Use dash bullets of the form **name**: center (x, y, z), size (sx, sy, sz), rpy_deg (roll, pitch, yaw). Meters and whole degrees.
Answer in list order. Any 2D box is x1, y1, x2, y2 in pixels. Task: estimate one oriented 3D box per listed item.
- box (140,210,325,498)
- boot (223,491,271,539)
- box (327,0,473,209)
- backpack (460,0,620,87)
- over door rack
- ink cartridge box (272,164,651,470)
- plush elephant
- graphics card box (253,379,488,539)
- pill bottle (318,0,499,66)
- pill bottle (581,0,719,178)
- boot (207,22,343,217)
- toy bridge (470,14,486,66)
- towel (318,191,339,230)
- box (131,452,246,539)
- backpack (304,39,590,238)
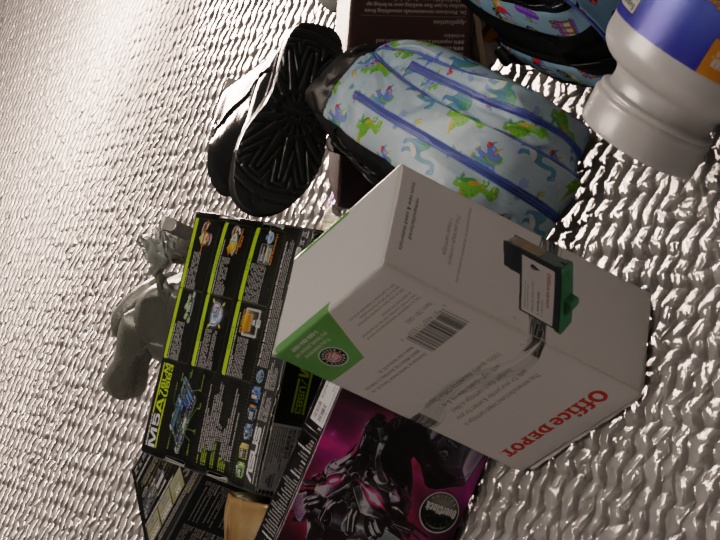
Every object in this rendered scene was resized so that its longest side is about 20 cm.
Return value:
- **box**: center (-0.087, 0.061, 1.688), size (0.193, 0.047, 0.200), rpy_deg (8, 86, 60)
- **boot**: center (-0.089, 0.266, 1.684), size (0.175, 0.066, 0.200), rpy_deg (3, 93, 56)
- **box**: center (0.031, -0.151, 1.747), size (0.075, 0.100, 0.200), rpy_deg (-111, 23, -66)
- **backpack**: center (0.143, -0.214, 1.554), size (0.135, 0.183, 0.200), rpy_deg (-50, 36, -3)
- **over door rack**: center (-0.052, -0.068, 1.886), size (0.200, 0.067, 0.148), rpy_deg (19, 83, 33)
- **ink cartridge box**: center (0.068, 0.036, 1.441), size (0.146, 0.200, 0.084), rpy_deg (-39, 31, 49)
- **plush elephant**: center (-0.136, 0.029, 2.023), size (0.165, 0.155, 0.200), rpy_deg (11, 117, 31)
- **graphics card box**: center (0.011, 0.152, 1.556), size (0.200, 0.125, 0.051), rpy_deg (-66, 18, 1)
- **pill bottle**: center (0.031, -0.248, 1.809), size (0.116, 0.200, 0.116), rpy_deg (-49, 28, 37)
- **pill bottle**: center (0.223, -0.162, 1.387), size (0.200, 0.112, 0.112), rpy_deg (-61, 22, 17)
- **boot**: center (-0.086, -0.097, 1.770), size (0.200, 0.066, 0.165), rpy_deg (-26, 39, 64)
- **toy bridge**: center (0.115, -0.218, 1.763), size (0.027, 0.067, 0.200), rpy_deg (-12, 57, 64)
- **towel**: center (0.020, -0.101, 1.934), size (0.144, 0.023, 0.200), rpy_deg (4, 73, 67)
- **box**: center (-0.101, 0.138, 1.831), size (0.200, 0.086, 0.164), rpy_deg (-61, 21, 16)
- **backpack**: center (0.075, -0.088, 1.619), size (0.154, 0.163, 0.200), rpy_deg (-46, 32, 11)
